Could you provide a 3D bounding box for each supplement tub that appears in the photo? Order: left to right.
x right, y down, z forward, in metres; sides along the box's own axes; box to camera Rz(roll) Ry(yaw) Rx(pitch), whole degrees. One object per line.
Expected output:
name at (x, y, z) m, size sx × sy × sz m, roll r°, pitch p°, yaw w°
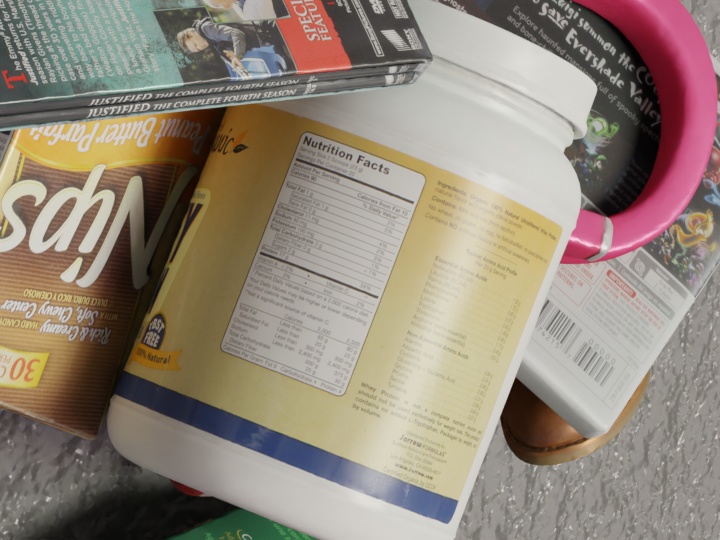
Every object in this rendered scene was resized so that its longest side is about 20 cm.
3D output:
supplement tub at (0.000, 0.000, 1.113) m, size 0.144 × 0.144 × 0.201 m, roll 27°, pitch 84°, yaw -55°

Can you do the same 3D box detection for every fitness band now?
fitness band at (0.065, -0.083, 1.241) m, size 0.199 × 0.037 × 0.144 m, roll 19°, pitch 70°, yaw -21°

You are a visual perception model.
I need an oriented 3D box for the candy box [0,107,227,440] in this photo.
candy box at (-0.113, -0.047, 1.091) m, size 0.115 × 0.055 × 0.201 m, roll 28°, pitch 82°, yaw -57°

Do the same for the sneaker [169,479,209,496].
sneaker at (-0.010, 0.049, 1.260) m, size 0.200 × 0.078 × 0.082 m, roll -33°, pitch 132°, yaw -42°

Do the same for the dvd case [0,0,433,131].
dvd case at (-0.082, -0.121, 1.006) m, size 0.199 × 0.146 × 0.022 m, roll -9°, pitch 156°, yaw -38°

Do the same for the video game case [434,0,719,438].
video game case at (0.078, -0.057, 1.274) m, size 0.200 × 0.023 × 0.182 m, roll 41°, pitch 65°, yaw -10°

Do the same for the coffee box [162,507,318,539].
coffee box at (-0.058, 0.150, 1.231) m, size 0.200 × 0.044 × 0.123 m, roll -20°, pitch 149°, yaw -47°

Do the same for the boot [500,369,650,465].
boot at (0.087, -0.026, 1.329) m, size 0.156 × 0.076 × 0.200 m, roll 66°, pitch 34°, yaw -40°
